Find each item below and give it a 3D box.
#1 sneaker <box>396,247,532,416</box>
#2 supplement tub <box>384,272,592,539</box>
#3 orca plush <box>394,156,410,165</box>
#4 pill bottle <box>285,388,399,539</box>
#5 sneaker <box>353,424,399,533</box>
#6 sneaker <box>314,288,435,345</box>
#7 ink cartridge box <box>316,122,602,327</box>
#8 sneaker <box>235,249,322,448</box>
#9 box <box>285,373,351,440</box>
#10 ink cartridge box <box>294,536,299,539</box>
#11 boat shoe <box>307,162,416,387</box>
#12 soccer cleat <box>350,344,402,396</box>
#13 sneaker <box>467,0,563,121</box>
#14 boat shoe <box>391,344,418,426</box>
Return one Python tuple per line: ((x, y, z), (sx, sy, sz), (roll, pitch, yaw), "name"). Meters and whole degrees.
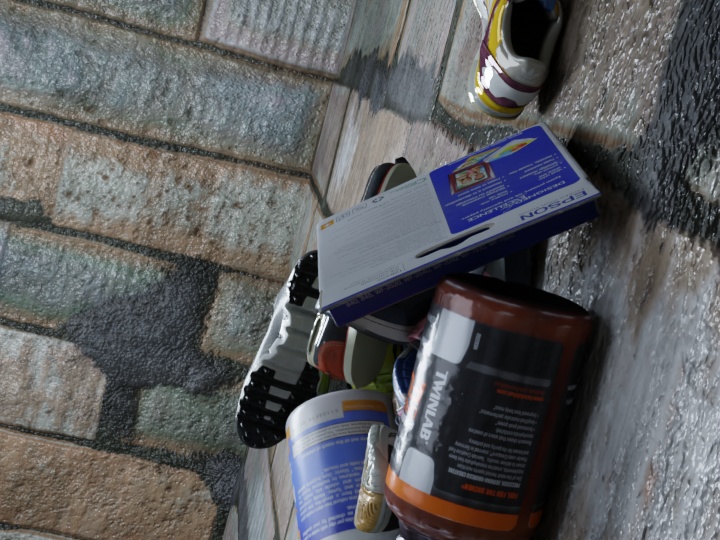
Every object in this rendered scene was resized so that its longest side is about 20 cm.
((0.082, 0.035, 1.000), (0.070, 0.082, 0.200), (127, 155, -73), "sneaker")
((0.077, 0.108, 0.837), (0.107, 0.107, 0.200), (-127, 50, -79), "supplement tub")
((0.057, -0.022, 1.295), (0.071, 0.105, 0.200), (-33, -55, -42), "orca plush")
((-0.001, 0.215, 1.119), (0.112, 0.112, 0.200), (114, 153, -53), "pill bottle")
((0.045, 0.159, 0.971), (0.200, 0.088, 0.076), (6, -84, -84), "sneaker")
((0.048, -0.015, 1.047), (0.202, 0.077, 0.146), (6, -75, -55), "sneaker")
((0.064, -0.028, 0.908), (0.200, 0.198, 0.047), (-98, -15, -68), "ink cartridge box")
((-0.062, 0.072, 1.209), (0.091, 0.066, 0.200), (-110, 41, -82), "sneaker")
((-0.023, 0.139, 1.314), (0.200, 0.060, 0.117), (57, -141, -57), "box")
((-0.027, 0.353, 1.171), (0.059, 0.104, 0.200), (124, 158, -70), "ink cartridge box")
((0.000, 0.000, 1.113), (0.063, 0.071, 0.200), (21, 103, 39), "boat shoe")
((0.020, 0.115, 1.223), (0.200, 0.065, 0.084), (75, -173, -53), "soccer cleat")
((0.140, -0.230, 1.099), (0.090, 0.075, 0.200), (133, 143, -58), "sneaker")
((0.062, 0.103, 1.113), (0.200, 0.072, 0.072), (-71, -8, -71), "boat shoe")
